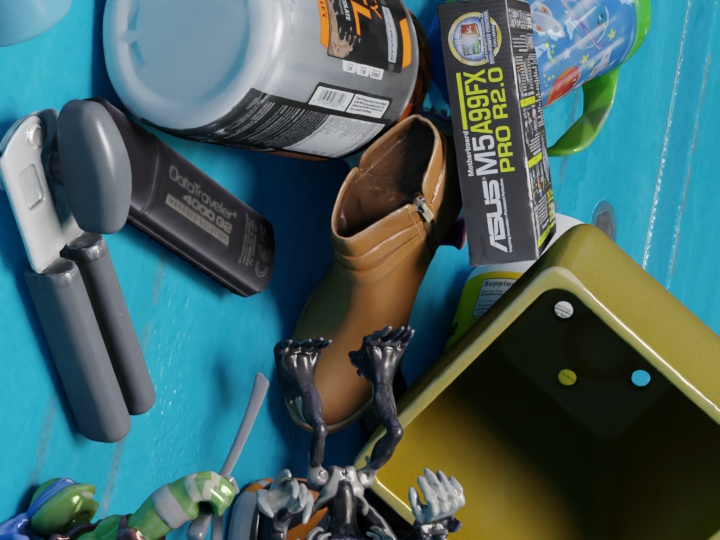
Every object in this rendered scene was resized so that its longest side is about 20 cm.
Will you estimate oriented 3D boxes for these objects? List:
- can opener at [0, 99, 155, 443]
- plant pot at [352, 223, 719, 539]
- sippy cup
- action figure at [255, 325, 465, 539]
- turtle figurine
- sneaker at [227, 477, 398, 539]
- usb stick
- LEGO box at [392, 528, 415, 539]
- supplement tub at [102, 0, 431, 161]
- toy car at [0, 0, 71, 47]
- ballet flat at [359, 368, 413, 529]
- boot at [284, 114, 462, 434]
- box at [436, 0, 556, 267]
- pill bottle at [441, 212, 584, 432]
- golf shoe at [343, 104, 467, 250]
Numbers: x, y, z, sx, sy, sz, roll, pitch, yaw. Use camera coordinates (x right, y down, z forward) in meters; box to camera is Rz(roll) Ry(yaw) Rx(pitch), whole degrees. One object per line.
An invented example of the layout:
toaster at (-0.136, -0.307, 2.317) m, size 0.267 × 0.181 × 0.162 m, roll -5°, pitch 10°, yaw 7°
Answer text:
can opener at (-0.147, 0.004, 1.140) m, size 0.053 × 0.066 × 0.200 m, roll -47°, pitch 137°, yaw -44°
plant pot at (0.143, 0.085, 1.370) m, size 0.195 × 0.194 × 0.200 m, roll 41°, pitch 25°, yaw -6°
sippy cup at (0.117, -0.172, 1.521) m, size 0.130 × 0.178 × 0.140 m, roll -43°, pitch 173°, yaw -37°
action figure at (-0.006, 0.134, 1.235) m, size 0.102 × 0.119 × 0.200 m, roll 117°, pitch -31°, yaw -70°
turtle figurine at (-0.076, 0.171, 1.139) m, size 0.200 × 0.144 × 0.194 m, roll -7°, pitch 57°, yaw -46°
sneaker at (-0.027, 0.231, 1.317) m, size 0.078 × 0.112 × 0.200 m, roll -8°, pitch 99°, yaw -59°
usb stick at (-0.108, -0.039, 1.230) m, size 0.200 × 0.033 × 0.055 m, roll 37°, pitch 55°, yaw -55°
LEGO box at (0.079, 0.224, 1.463) m, size 0.200 × 0.149 × 0.077 m, roll -14°, pitch 105°, yaw -59°
supplement tub at (-0.047, -0.128, 1.236) m, size 0.200 × 0.122 × 0.123 m, roll 4°, pitch 89°, yaw -61°
toy car at (-0.155, -0.171, 0.966) m, size 0.177 × 0.200 × 0.184 m, roll -53°, pitch 136°, yaw -44°
ballet flat at (0.020, 0.094, 1.449) m, size 0.067 × 0.046 × 0.200 m, roll -49°, pitch 133°, yaw -48°
boot at (0.000, 0.000, 1.309) m, size 0.200 × 0.074 × 0.155 m, roll -65°, pitch 169°, yaw -7°
box at (0.089, -0.091, 1.354) m, size 0.200 × 0.044 × 0.160 m, roll -37°, pitch 121°, yaw -79°
pill bottle at (0.117, 0.062, 1.549) m, size 0.112 × 0.112 × 0.200 m, roll 53°, pitch 49°, yaw -49°
golf shoe at (0.033, -0.064, 1.432) m, size 0.200 × 0.075 × 0.092 m, roll 15°, pitch 83°, yaw -58°
